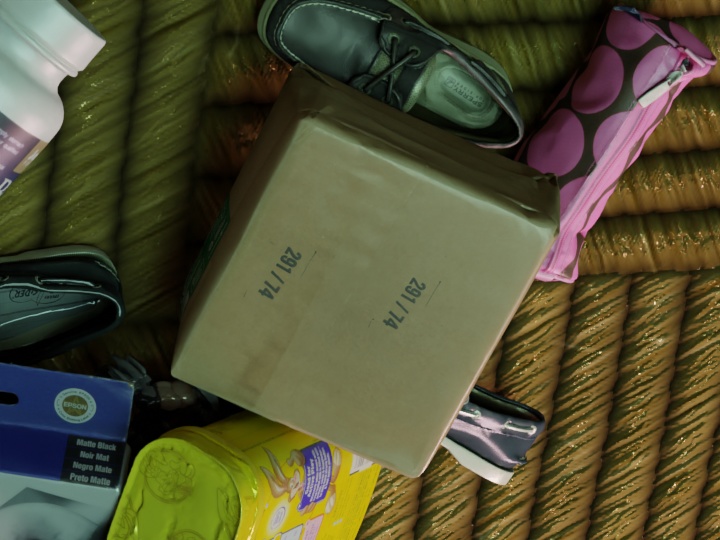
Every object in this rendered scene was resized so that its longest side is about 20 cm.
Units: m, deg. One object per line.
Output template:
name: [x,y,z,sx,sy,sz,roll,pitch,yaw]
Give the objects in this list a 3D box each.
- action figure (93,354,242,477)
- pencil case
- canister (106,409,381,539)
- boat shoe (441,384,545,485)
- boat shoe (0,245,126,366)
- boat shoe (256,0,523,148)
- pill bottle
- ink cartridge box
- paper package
action figure: [-0.153,0.114,1.745,0.200,0.069,0.130,-33,132,-3]
pencil case: [0.157,-0.082,1.782,0.091,0.094,0.200,22,106,-34]
canister: [-0.073,0.157,1.712,0.200,0.086,0.149,-18,132,-60]
boat shoe: [0.051,0.084,1.829,0.200,0.075,0.062,33,98,-32]
boat shoe: [-0.241,0.037,1.664,0.199,0.066,0.075,-9,121,-22]
boat shoe: [0.027,-0.132,1.706,0.201,0.066,0.072,22,105,-34]
pill bottle: [-0.247,-0.089,1.565,0.200,0.111,0.111,-47,126,4]
ink cartridge box: [-0.250,0.146,1.672,0.199,0.041,0.200,8,124,-3]
paper package: [0.000,0.000,1.678,0.190,0.104,0.200,24,111,-10]
